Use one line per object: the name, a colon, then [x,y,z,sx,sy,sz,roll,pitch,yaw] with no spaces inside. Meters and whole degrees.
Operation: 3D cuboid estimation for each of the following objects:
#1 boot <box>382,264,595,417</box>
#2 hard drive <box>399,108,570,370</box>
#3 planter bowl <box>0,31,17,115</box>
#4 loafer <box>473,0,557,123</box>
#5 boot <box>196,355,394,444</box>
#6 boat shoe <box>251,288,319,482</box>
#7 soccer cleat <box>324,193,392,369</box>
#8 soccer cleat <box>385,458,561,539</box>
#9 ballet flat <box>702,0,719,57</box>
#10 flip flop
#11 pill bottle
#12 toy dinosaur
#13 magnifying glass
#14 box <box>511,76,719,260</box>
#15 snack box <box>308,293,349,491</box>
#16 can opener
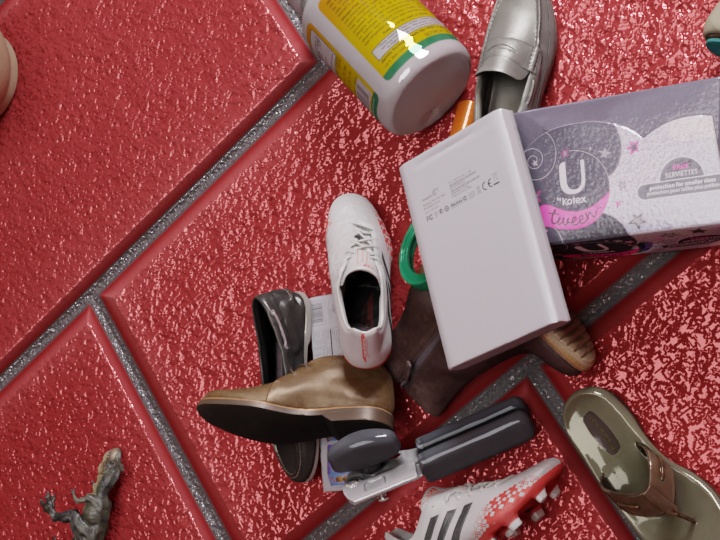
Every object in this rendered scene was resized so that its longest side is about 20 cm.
boot: [0.119,0.079,1.377,0.200,0.072,0.167,42,118,26]
hard drive: [0.109,-0.027,1.284,0.131,0.026,0.202,-28,69,40]
planter bowl: [-0.504,-0.246,1.725,0.199,0.134,0.202,-3,83,29]
loafer: [0.146,-0.193,1.374,0.069,0.070,0.202,2,86,30]
boot: [-0.063,0.127,1.417,0.198,0.074,0.076,1,59,7]
boat shoe: [-0.084,0.119,1.471,0.067,0.057,0.202,-12,80,53]
soccer cleat: [0.000,0.000,1.407,0.068,0.085,0.201,-4,60,0]
soccer cleat: [0.105,0.229,1.348,0.200,0.068,0.085,-45,69,24]
ballet flat: [0.395,-0.199,1.236,0.199,0.069,0.070,26,98,30]
flip flop: [0.251,0.185,1.279,0.081,0.057,0.200,-47,64,18]
pill bottle: [0.011,-0.241,1.435,0.113,0.113,0.200,-49,64,17]
toy dinosaur: [-0.319,0.298,1.612,0.087,0.047,0.202,9,92,24]
magnifying glass: [0.084,-0.074,1.388,0.079,0.022,0.202,-11,59,50]
box: [0.247,-0.085,1.277,0.199,0.114,0.133,-7,81,30]
snack box: [-0.012,0.123,1.459,0.071,0.024,0.202,-10,80,30]
can opener: [0.067,0.168,1.354,0.199,0.053,0.067,-20,117,6]
